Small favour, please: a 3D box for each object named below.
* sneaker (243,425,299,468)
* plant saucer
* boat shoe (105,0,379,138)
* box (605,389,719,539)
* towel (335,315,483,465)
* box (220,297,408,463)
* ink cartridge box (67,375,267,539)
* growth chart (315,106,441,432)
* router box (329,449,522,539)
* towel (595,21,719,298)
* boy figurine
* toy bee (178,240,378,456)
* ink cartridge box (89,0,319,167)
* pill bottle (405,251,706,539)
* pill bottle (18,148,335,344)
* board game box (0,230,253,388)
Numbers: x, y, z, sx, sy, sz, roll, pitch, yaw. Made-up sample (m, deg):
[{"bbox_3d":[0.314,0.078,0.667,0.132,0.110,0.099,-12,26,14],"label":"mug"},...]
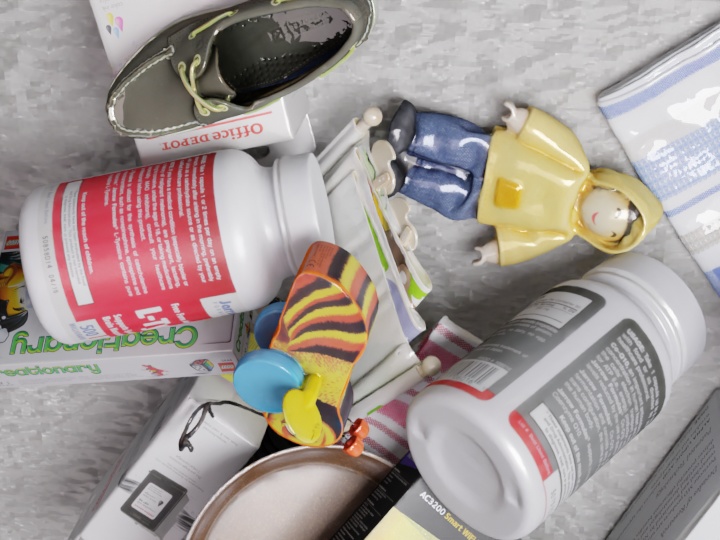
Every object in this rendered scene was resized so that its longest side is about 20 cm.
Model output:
[{"bbox_3d":[-0.006,0.181,1.131,0.199,0.071,0.099,26,120,2],"label":"sneaker"},{"bbox_3d":[-0.035,0.219,1.023,0.199,0.034,0.201,-2,97,-14],"label":"plant saucer"},{"bbox_3d":[-0.084,-0.136,0.934,0.201,0.060,0.072,-22,108,15],"label":"boat shoe"},{"bbox_3d":[0.301,0.234,1.074,0.198,0.131,0.200,28,115,-5],"label":"box"},{"bbox_3d":[0.054,0.147,1.049,0.146,0.030,0.200,37,111,-8],"label":"towel"},{"bbox_3d":[-0.011,0.097,1.094,0.200,0.075,0.050,33,115,-7],"label":"box"},{"bbox_3d":[-0.148,0.155,1.119,0.067,0.116,0.200,35,115,-9],"label":"ink cartridge box"},{"bbox_3d":[0.000,0.000,1.002,0.145,0.018,0.201,-30,70,50],"label":"growth chart"},{"bbox_3d":[0.061,0.247,1.007,0.200,0.052,0.157,43,84,-15],"label":"router box"},{"bbox_3d":[0.273,-0.077,0.998,0.147,0.024,0.200,-29,107,21],"label":"towel"},{"bbox_3d":[0.112,-0.054,1.013,0.199,0.064,0.125,18,113,4],"label":"boy figurine"},{"bbox_3d":[-0.030,0.070,0.958,0.108,0.131,0.200,29,150,-9],"label":"toy bee"},{"bbox_3d":[-0.108,-0.145,1.003,0.116,0.068,0.201,-11,112,13],"label":"ink cartridge box"},{"bbox_3d":[0.135,0.078,0.959,0.114,0.200,0.114,34,143,31],"label":"pill bottle"},{"bbox_3d":[-0.121,-0.020,0.983,0.199,0.112,0.113,-11,112,6],"label":"pill bottle"},{"bbox_3d":[-0.177,0.022,1.059,0.199,0.127,0.035,-5,143,11],"label":"board game box"}]
